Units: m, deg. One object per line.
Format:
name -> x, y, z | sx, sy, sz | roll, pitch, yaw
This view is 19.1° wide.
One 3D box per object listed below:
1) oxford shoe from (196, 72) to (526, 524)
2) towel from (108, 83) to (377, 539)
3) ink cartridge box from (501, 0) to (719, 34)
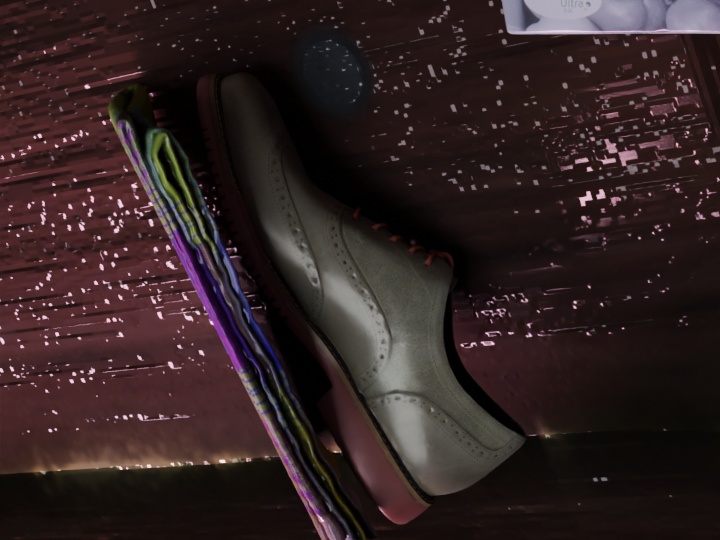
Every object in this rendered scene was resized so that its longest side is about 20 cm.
oxford shoe -> 0.000, 0.000, 0.874 | 0.075, 0.070, 0.200 | -27, 95, 12
towel -> -0.051, 0.019, 0.881 | 0.023, 0.144, 0.200 | -26, 102, -3
ink cartridge box -> 0.124, -0.173, 0.684 | 0.198, 0.043, 0.200 | 4, 117, 34
